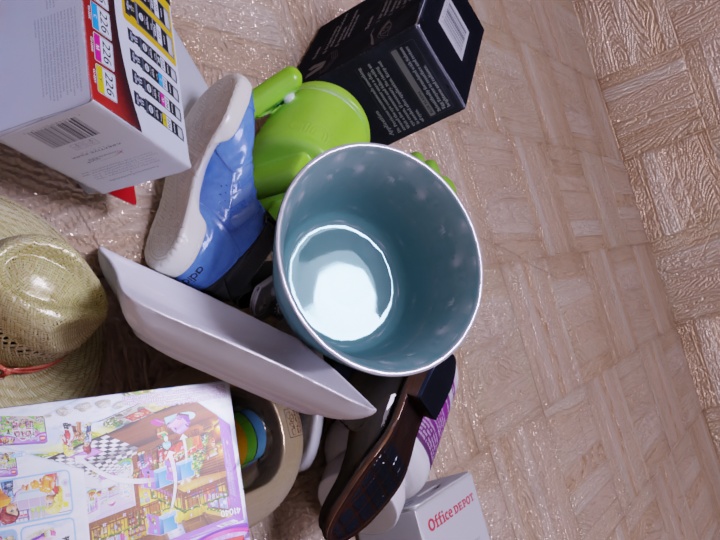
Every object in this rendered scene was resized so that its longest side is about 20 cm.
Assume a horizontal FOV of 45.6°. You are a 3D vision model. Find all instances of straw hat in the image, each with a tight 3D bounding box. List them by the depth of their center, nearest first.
[{"bbox_3d":[-0.222,0.020,0.572,0.200,0.084,0.204,37,43,-44],"label":"straw hat"}]

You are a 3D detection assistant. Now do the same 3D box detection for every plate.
[{"bbox_3d":[-0.105,0.051,0.648,0.198,0.200,0.033,29,89,-24],"label":"plate"}]

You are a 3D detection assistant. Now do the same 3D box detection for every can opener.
[{"bbox_3d":[-0.044,-0.020,0.848,0.199,0.067,0.054,-37,150,-33],"label":"can opener"}]

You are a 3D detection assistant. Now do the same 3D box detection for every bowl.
[{"bbox_3d":[0.000,0.000,0.763,0.198,0.105,0.205,7,73,-24],"label":"bowl"}]

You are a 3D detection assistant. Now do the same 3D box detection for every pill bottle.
[{"bbox_3d":[0.027,0.163,0.880,0.113,0.111,0.201,57,35,-22],"label":"pill bottle"}]

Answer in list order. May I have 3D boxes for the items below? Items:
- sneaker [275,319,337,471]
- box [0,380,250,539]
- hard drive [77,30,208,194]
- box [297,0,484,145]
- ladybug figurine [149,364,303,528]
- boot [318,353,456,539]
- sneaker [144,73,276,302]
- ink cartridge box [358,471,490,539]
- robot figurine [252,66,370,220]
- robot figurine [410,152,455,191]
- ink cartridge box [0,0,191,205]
[{"bbox_3d":[-0.035,0.109,0.849,0.099,0.070,0.203,33,42,-40],"label":"sneaker"},{"bbox_3d":[-0.170,0.151,0.546,0.197,0.039,0.139,-2,77,-34],"label":"box"},{"bbox_3d":[-0.214,-0.169,0.755,0.133,0.026,0.201,60,31,-18],"label":"hard drive"},{"bbox_3d":[0.032,-0.251,1.041,0.118,0.198,0.198,52,35,-27],"label":"box"},{"bbox_3d":[-0.120,0.141,0.688,0.199,0.071,0.138,0,73,-59],"label":"ladybug figurine"},{"bbox_3d":[0.001,0.145,0.783,0.201,0.096,0.075,-53,142,-24],"label":"boot"},{"bbox_3d":[-0.117,-0.071,0.787,0.111,0.076,0.203,33,60,-42],"label":"sneaker"},{"bbox_3d":[0.085,0.335,0.908,0.144,0.082,0.204,-6,79,-59],"label":"ink cartridge box"},{"bbox_3d":[-0.054,-0.122,0.907,0.177,0.114,0.201,59,31,-29],"label":"robot figurine"},{"bbox_3d":[0.073,-0.037,1.057,0.175,0.114,0.204,13,62,-61],"label":"robot figurine"},{"bbox_3d":[-0.192,-0.172,0.642,0.175,0.082,0.204,35,44,-70],"label":"ink cartridge box"}]
